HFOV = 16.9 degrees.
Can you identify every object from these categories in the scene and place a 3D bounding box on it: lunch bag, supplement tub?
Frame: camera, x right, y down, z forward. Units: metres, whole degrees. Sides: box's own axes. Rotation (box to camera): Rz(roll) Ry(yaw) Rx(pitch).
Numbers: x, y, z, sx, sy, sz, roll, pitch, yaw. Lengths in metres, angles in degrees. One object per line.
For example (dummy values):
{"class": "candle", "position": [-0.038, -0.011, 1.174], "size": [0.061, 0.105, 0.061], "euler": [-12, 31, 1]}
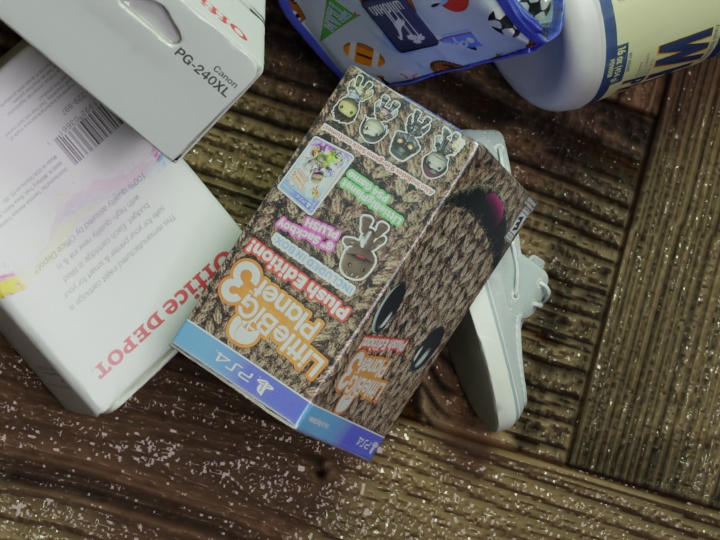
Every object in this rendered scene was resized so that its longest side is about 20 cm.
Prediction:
{"class": "lunch bag", "position": [0.030, -0.219, 1.508], "size": [0.124, 0.170, 0.200], "euler": [-25, 101, -46]}
{"class": "supplement tub", "position": [0.186, -0.199, 1.598], "size": [0.200, 0.145, 0.145], "euler": [-21, 98, -21]}

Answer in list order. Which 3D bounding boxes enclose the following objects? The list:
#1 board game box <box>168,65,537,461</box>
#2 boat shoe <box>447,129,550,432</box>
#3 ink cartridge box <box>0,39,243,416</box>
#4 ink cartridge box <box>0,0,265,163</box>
{"class": "board game box", "position": [0.000, 0.000, 1.482], "size": [0.097, 0.159, 0.200], "euler": [33, 90, 20]}
{"class": "boat shoe", "position": [0.090, 0.003, 1.598], "size": [0.071, 0.070, 0.201], "euler": [-13, 91, -16]}
{"class": "ink cartridge box", "position": [-0.178, -0.031, 1.481], "size": [0.145, 0.088, 0.200], "euler": [-44, 104, -16]}
{"class": "ink cartridge box", "position": [-0.133, -0.169, 1.433], "size": [0.145, 0.200, 0.083], "euler": [40, 108, -17]}
